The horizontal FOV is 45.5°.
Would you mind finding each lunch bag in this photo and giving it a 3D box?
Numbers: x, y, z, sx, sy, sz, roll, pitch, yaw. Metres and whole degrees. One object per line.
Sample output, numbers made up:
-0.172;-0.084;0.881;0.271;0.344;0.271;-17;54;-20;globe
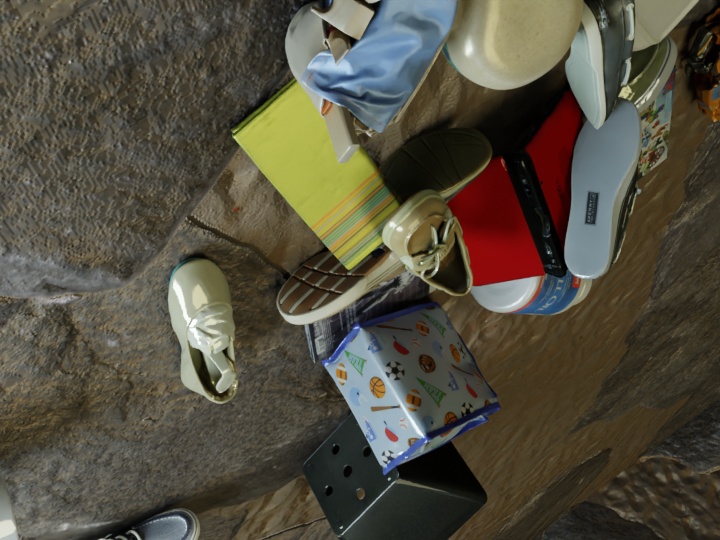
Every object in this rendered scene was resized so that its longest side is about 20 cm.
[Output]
0.076;0.140;1.096;0.199;0.171;0.124;-17;159;-45;lunch bag

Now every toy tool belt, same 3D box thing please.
0.021;-0.188;0.639;0.124;0.124;0.201;16;124;-23;toy tool belt

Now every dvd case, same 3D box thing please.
0.018;0.021;1.045;0.199;0.016;0.149;-30;148;-16;dvd case

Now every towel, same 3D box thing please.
-0.030;-0.086;0.792;0.086;0.018;0.200;-40;132;1;towel

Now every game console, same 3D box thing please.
0.182;-0.090;1.002;0.173;0.118;0.201;-52;137;-21;game console

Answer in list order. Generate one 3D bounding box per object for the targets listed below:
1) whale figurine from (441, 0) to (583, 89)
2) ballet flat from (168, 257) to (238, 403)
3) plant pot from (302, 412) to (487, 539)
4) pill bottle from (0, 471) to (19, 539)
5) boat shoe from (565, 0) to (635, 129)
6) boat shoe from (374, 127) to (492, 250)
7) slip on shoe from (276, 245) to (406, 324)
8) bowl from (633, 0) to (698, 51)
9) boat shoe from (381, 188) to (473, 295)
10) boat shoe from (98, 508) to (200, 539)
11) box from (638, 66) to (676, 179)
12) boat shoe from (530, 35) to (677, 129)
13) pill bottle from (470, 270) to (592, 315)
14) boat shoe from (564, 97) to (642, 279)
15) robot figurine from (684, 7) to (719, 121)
0.109;-0.257;0.727;0.158;0.104;0.201;-31;125;-8;whale figurine
-0.151;0.070;0.874;0.069;0.070;0.201;-25;146;-23;ballet flat
0.034;0.318;1.295;0.200;0.200;0.177;-46;138;12;plant pot
-0.416;0.243;0.758;0.198;0.114;0.114;-15;142;-35;pill bottle
0.240;-0.208;0.844;0.060;0.076;0.200;-30;159;4;boat shoe
0.047;-0.079;0.900;0.200;0.072;0.066;-31;155;-5;boat shoe
0.000;0.000;0.944;0.200;0.076;0.061;-40;141;-15;slip on shoe
0.301;-0.317;0.861;0.200;0.075;0.199;-48;150;15;bowl
0.077;-0.024;0.864;0.073;0.063;0.200;-43;159;6;boat shoe
-0.298;0.360;1.079;0.199;0.075;0.093;-31;156;-14;boat shoe
0.345;-0.174;1.130;0.136;0.038;0.200;-38;150;-4;box
0.280;-0.199;0.995;0.200;0.072;0.062;-47;142;15;boat shoe
0.239;0.004;1.175;0.199;0.112;0.113;4;129;-51;pill bottle
0.280;-0.090;0.966;0.068;0.073;0.202;-7;103;-55;boat shoe
0.494;-0.286;1.127;0.145;0.058;0.200;-41;150;1;robot figurine
